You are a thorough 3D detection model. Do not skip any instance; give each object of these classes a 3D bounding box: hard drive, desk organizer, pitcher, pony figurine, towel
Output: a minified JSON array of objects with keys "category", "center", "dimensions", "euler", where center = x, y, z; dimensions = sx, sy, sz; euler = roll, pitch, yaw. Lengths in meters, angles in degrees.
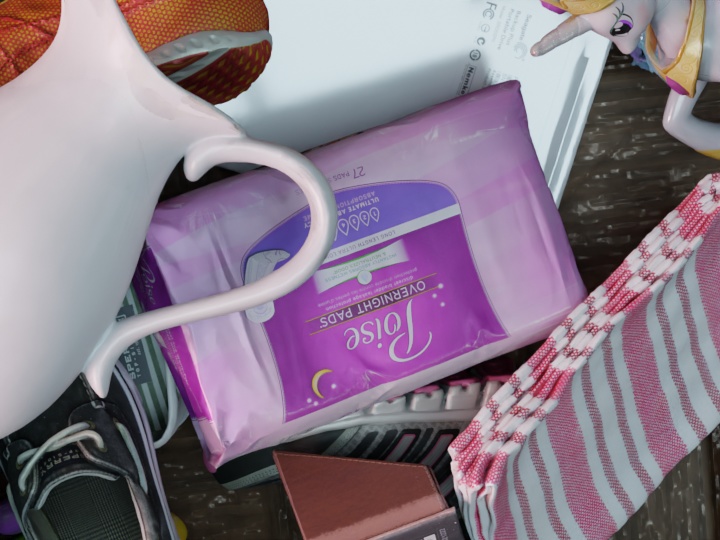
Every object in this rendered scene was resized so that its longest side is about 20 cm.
[{"category":"hard drive","center":[0.011,-0.095,1.409],"dimensions":[0.199,0.027,0.132],"euler":[16,99,-11]},{"category":"desk organizer","center":[0.021,0.163,1.393],"dimensions":[0.071,0.077,0.200],"euler":[-20,133,-3]},{"category":"pitcher","center":[-0.124,-0.006,1.255],"dimensions":[0.171,0.121,0.200],"euler":[40,88,3]},{"category":"pony figurine","center":[0.182,-0.141,1.365],"dimensions":[0.200,0.166,0.193],"euler":[34,89,-33]},{"category":"towel","center":[0.124,0.065,1.386],"dimensions":[0.200,0.030,0.147],"euler":[-45,145,-18]}]

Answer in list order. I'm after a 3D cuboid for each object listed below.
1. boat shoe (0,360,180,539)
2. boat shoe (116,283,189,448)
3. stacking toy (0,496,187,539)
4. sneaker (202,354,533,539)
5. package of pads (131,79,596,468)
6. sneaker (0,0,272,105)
[{"category":"boat shoe","center":[-0.122,0.093,1.323],"dimensions":[0.072,0.071,0.201],"euler":[-29,78,1]},{"category":"boat shoe","center":[-0.121,-0.011,1.389],"dimensions":[0.073,0.067,0.201],"euler":[-24,103,-2]},{"category":"stacking toy","center":[-0.130,0.124,1.398],"dimensions":[0.109,0.116,0.201],"euler":[-25,94,19]},{"category":"sneaker","center":[0.026,0.096,1.425],"dimensions":[0.199,0.074,0.088],"euler":[-8,96,-10]},{"category":"package of pads","center":[0.000,0.000,1.355],"dimensions":[0.199,0.076,0.121],"euler":[-21,91,-15]},{"category":"sneaker","center":[-0.141,-0.098,1.346],"dimensions":[0.199,0.073,0.077],"euler":[-13,64,-13]}]
